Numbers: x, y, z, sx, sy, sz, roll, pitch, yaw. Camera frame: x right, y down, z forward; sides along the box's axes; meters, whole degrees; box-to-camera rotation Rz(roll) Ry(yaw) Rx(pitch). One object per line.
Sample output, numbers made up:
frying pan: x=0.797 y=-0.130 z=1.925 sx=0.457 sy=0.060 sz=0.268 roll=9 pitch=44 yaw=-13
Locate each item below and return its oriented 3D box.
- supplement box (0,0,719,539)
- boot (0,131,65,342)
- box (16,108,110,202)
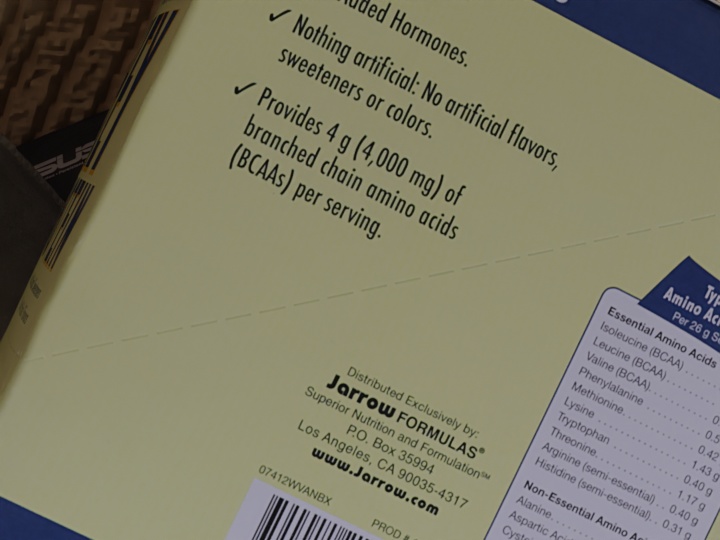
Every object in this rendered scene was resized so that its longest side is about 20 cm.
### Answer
supplement box: x=0.018 y=0.013 z=0.597 sx=0.199 sy=0.134 sz=0.201 roll=26 pitch=89 yaw=-10
boot: x=-0.192 y=-0.025 z=0.629 sx=0.181 sy=0.073 sz=0.200 roll=-23 pitch=132 yaw=9
box: x=0.000 y=0.000 z=0.737 sx=0.199 sy=0.049 sz=0.162 roll=-22 pitch=128 yaw=7
